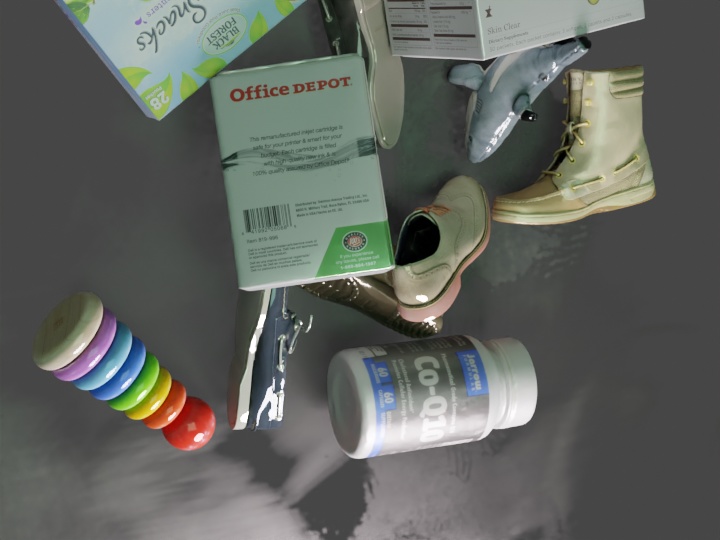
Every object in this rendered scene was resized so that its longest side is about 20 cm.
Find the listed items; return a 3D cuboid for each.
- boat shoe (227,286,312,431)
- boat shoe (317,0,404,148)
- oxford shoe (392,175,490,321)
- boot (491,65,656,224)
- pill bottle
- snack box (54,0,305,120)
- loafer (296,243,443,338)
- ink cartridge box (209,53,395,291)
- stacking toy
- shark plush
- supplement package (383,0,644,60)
[{"bbox_3d":[-0.090,0.068,1.294,0.062,0.075,0.200,4,102,-21],"label":"boat shoe"},{"bbox_3d":[-0.002,-0.219,1.278,0.067,0.057,0.200,-37,123,-49],"label":"boat shoe"},{"bbox_3d":[0.082,-0.040,1.287,0.071,0.200,0.074,-3,130,23],"label":"oxford shoe"},{"bbox_3d":[0.222,-0.134,1.370,0.200,0.073,0.156,-13,108,-20],"label":"boot"},{"bbox_3d":[0.075,0.128,1.352,0.200,0.114,0.114,-6,105,-21],"label":"pill bottle"},{"bbox_3d":[-0.166,-0.265,1.186,0.200,0.068,0.169,-40,111,-8],"label":"snack box"},{"bbox_3d":[0.000,0.000,1.318,0.200,0.076,0.068,32,55,-18],"label":"loafer"},{"bbox_3d":[-0.054,-0.089,1.205,0.146,0.083,0.200,-7,88,-1],"label":"ink cartridge box"},{"bbox_3d":[-0.219,0.108,1.257,0.085,0.085,0.200,-50,122,-4],"label":"stacking toy"},{"bbox_3d":[0.171,-0.177,1.288,0.091,0.200,0.083,21,63,-35],"label":"shark plush"},{"bbox_3d":[0.144,-0.278,1.241,0.200,0.156,0.111,-19,109,-28],"label":"supplement package"}]
